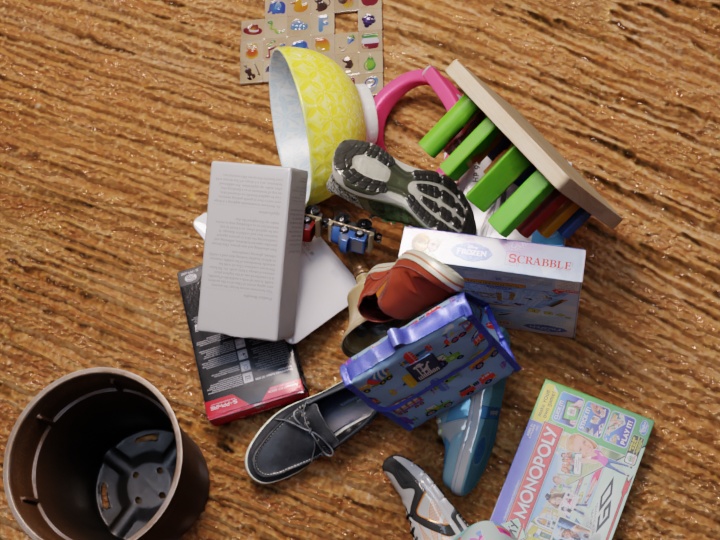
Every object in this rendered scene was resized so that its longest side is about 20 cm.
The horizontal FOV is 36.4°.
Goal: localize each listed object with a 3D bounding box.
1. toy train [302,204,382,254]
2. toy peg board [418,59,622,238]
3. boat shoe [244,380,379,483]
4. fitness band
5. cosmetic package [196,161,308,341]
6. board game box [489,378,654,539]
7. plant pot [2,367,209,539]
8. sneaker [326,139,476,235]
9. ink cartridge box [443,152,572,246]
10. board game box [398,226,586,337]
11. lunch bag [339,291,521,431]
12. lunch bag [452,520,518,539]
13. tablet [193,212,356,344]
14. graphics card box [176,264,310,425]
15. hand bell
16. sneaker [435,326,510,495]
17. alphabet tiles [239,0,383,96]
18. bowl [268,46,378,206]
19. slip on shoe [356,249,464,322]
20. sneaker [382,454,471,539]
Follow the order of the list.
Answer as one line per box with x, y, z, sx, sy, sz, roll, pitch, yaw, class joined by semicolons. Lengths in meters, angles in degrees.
-0.072;-0.058;1.334;0.199;0.034;0.046;14;46;10;toy train
0.172;-0.112;1.246;0.098;0.199;0.200;-45;62;14;toy peg board
-0.051;0.184;1.298;0.200;0.062;0.075;-31;91;-4;boat shoe
0.071;-0.173;1.378;0.144;0.037;0.200;-45;46;20;fitness band
-0.125;-0.024;1.288;0.101;0.071;0.201;7;93;14;cosmetic package
0.239;0.241;1.258;0.134;0.029;0.200;20;75;14;board game box
-0.271;0.231;1.250;0.200;0.198;0.201;-3;71;8;plant pot
0.046;-0.083;1.304;0.200;0.089;0.077;29;63;-11;sneaker
0.157;-0.078;1.361;0.199;0.067;0.116;5;71;11;ink cartridge box
0.153;0.016;1.259;0.199;0.200;0.041;8;71;11;board game box
0.067;0.085;1.167;0.150;0.200;0.094;-30;67;11;lunch bag
0.123;0.377;1.164;0.200;0.077;0.160;-42;100;7;lunch bag
-0.100;-0.016;1.365;0.130;0.014;0.200;-35;79;-30;tablet
-0.147;0.080;1.362;0.125;0.051;0.200;-17;70;2;graphics card box
0.000;0.000;1.351;0.104;0.104;0.200;-20;57;1;hand bell
0.096;0.156;1.290;0.130;0.080;0.201;9;78;23;sneaker
-0.068;-0.308;1.509;0.199;0.008;0.168;-3;71;8;alphabet tiles
-0.040;-0.187;1.377;0.107;0.200;0.201;-11;68;-15;bowl
0.051;0.023;1.171;0.074;0.200;0.061;33;72;-15;slip on shoe
0.082;0.296;1.239;0.080;0.074;0.200;-39;69;-3;sneaker
